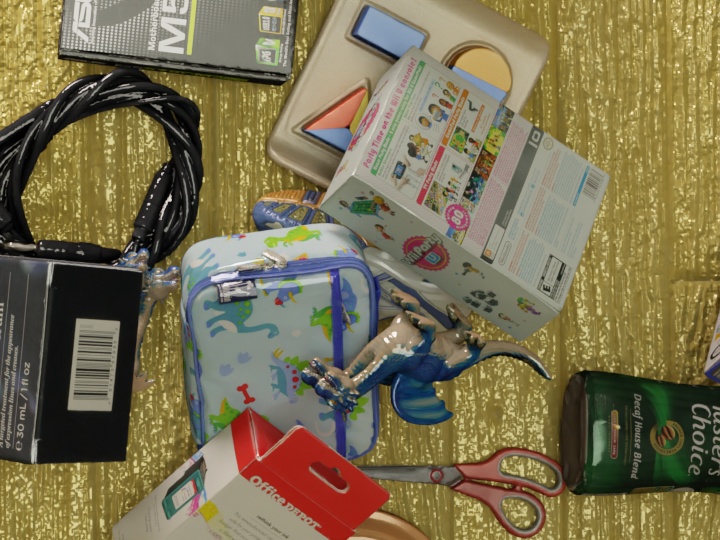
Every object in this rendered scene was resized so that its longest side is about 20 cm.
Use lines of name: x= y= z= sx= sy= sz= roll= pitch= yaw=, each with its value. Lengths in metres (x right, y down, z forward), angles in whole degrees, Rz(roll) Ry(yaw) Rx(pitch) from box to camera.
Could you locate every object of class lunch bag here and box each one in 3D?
lunch bag: x=-0.061 y=0.065 z=1.651 sx=0.159 sy=0.083 sz=0.202 roll=-6 pitch=122 yaw=-10

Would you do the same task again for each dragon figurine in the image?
dragon figurine: x=-0.207 y=0.071 z=1.668 sx=0.059 sy=0.100 sz=0.200 roll=26 pitch=125 yaw=-20
dragon figurine: x=0.047 y=0.079 z=1.613 sx=0.199 sy=0.059 sz=0.100 roll=14 pitch=113 yaw=-38

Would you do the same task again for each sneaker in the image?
sneaker: x=0.000 y=0.000 z=1.705 sx=0.198 sy=0.075 sz=0.089 roll=20 pitch=123 yaw=7

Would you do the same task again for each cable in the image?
cable: x=-0.208 y=-0.070 z=1.680 sx=0.199 sy=0.051 sz=0.164 roll=-32 pitch=95 yaw=-9

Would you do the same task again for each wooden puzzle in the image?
wooden puzzle: x=0.043 y=-0.144 z=1.726 sx=0.184 sy=0.046 sz=0.201 roll=26 pitch=86 yaw=-9

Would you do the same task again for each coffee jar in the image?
coffee jar: x=0.272 y=0.140 z=1.745 sx=0.198 sy=0.085 sz=0.105 roll=3 pitch=81 yaw=-10

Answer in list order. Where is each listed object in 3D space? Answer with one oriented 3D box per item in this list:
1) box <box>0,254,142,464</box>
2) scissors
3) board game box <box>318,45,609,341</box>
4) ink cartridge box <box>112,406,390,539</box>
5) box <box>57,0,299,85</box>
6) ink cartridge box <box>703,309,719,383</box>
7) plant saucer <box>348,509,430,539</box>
box: x=-0.278 y=0.062 z=1.587 sx=0.107 sy=0.199 sz=0.150 roll=6 pitch=89 yaw=-54
scissors: x=0.077 y=0.167 z=1.751 sx=0.198 sy=0.014 sz=0.074 roll=19 pitch=89 yaw=-8
board game box: x=0.085 y=-0.062 z=1.654 sx=0.199 sy=0.064 sz=0.148 roll=33 pitch=54 yaw=-12
ink cartridge box: x=-0.086 y=0.191 z=1.639 sx=0.200 sy=0.067 sz=0.116 roll=-41 pitch=122 yaw=16
box: x=-0.143 y=-0.261 z=1.694 sx=0.191 sy=0.047 sz=0.202 roll=7 pitch=88 yaw=-13
ink cartridge box: x=0.354 y=0.019 z=1.697 sx=0.076 sy=0.137 sz=0.201 roll=27 pitch=55 yaw=-6
plant saucer: x=-0.009 y=0.297 z=1.726 sx=0.198 sy=0.032 sz=0.202 roll=0 pitch=89 yaw=-10
